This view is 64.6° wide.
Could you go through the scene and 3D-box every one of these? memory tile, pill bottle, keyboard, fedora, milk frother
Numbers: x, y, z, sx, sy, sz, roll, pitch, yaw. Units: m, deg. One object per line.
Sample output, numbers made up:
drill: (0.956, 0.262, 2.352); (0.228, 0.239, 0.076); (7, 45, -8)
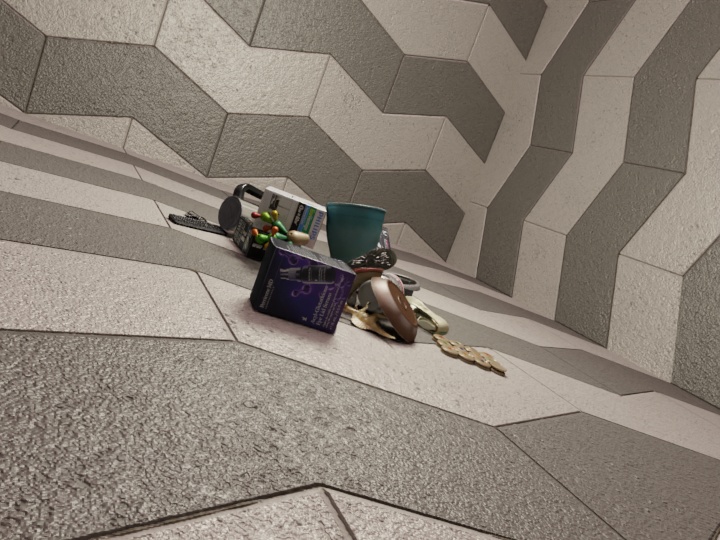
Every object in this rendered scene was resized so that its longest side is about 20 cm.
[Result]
memory tile: (0.302, 0.232, 1.589); (0.197, 0.017, 0.153); (22, 9, -9)
pill bottle: (0.057, 0.066, 1.673); (0.109, 0.113, 0.200); (24, 8, 14)
keyboard: (-0.529, -0.164, 1.851); (0.103, 0.040, 0.198); (30, 11, 40)
fedora: (0.098, 0.062, 1.871); (0.197, 0.092, 0.176); (8, 14, -34)
milk frother: (-0.421, -0.190, 1.995); (0.197, 0.184, 0.187); (-20, -22, 29)

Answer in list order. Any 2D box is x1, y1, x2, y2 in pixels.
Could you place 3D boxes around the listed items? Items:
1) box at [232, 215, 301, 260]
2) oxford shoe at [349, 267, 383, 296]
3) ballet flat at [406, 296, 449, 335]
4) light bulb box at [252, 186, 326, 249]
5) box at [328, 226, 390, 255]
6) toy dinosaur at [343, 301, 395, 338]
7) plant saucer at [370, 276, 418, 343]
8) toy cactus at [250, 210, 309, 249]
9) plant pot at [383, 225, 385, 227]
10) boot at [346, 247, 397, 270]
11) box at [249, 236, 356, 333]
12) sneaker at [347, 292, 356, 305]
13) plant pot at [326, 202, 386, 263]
box: (-0.301, -0.090, 1.811); (0.162, 0.088, 0.200); (18, 9, -30)
oxford shoe: (-0.029, 0.037, 1.549); (0.196, 0.076, 0.070); (-11, -1, -11)
ballet flat: (0.182, 0.138, 1.733); (0.199, 0.071, 0.069); (30, 12, 39)
light bulb box: (-0.218, -0.170, 1.784); (0.197, 0.127, 0.198); (21, 8, -8)
box: (0.000, -0.069, 2.009); (0.198, 0.135, 0.114); (-21, -19, 35)
toy dinosaur: (0.026, 0.131, 1.450); (0.199, 0.059, 0.100); (33, 29, 28)
plant saucer: (0.098, 0.094, 1.498); (0.201, 0.036, 0.201); (51, 14, -18)
toy cactus: (-0.223, -0.102, 1.631); (0.163, 0.104, 0.200); (0, 35, -36)
plant pot: (0.006, -0.148, 2.706); (0.199, 0.204, 0.173); (28, 27, 36)
boot: (0.000, -0.002, 1.715); (0.179, 0.074, 0.200); (-12, -12, -18)
box: (-0.130, 0.033, 1.273); (0.197, 0.150, 0.104); (18, 10, -20)
sneaker: (-0.085, 0.050, 1.628); (0.083, 0.074, 0.199); (-15, 32, -28)
plant pot: (-0.024, -0.110, 1.843); (0.196, 0.192, 0.200); (6, 0, 0)
